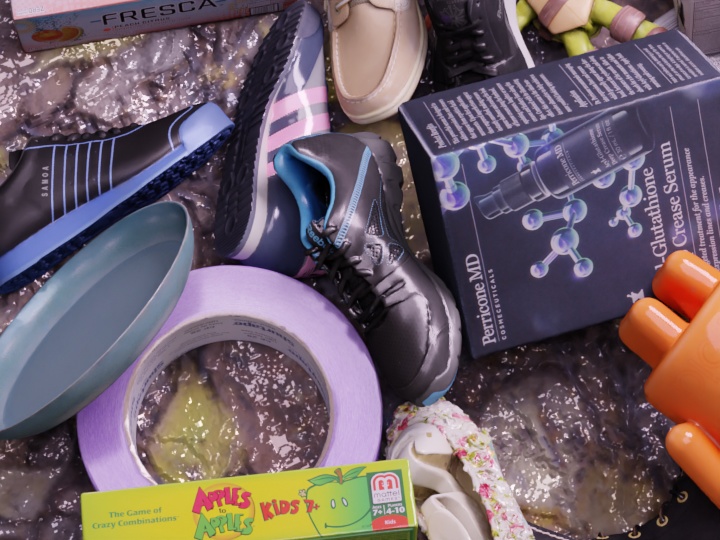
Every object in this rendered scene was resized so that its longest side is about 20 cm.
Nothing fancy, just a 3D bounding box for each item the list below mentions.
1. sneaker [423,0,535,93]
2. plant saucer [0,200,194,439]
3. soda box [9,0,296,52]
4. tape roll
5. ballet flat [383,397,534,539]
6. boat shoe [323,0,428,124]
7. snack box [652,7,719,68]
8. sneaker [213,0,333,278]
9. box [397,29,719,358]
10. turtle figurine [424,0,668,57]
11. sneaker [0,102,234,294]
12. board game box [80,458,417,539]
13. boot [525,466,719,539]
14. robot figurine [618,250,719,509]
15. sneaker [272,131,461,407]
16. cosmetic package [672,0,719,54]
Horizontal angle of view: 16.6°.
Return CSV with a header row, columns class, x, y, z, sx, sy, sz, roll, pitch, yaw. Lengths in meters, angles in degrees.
class,x,y,z,sx,sy,sz,roll,pitch,yaw
sneaker,0.068,-0.164,1.659,0.075,0.088,0.201,-5,91,24
plant saucer,-0.176,0.037,1.598,0.027,0.200,0.200,45,76,-21
soda box,-0.146,-0.208,1.724,0.199,0.064,0.069,-10,74,-4
tape roll,-0.085,0.101,1.630,0.199,0.066,0.201,0,74,0
ballet flat,0.058,0.144,1.575,0.076,0.064,0.200,-53,44,18
boat shoe,0.003,-0.193,1.694,0.072,0.065,0.201,-12,57,26
snack box,0.288,-0.110,1.718,0.072,0.024,0.200,-33,76,-12
sneaker,-0.043,-0.086,1.697,0.082,0.070,0.201,22,66,-24
box,0.142,-0.052,1.622,0.199,0.107,0.149,-16,115,-4
turtle figurine,0.140,-0.173,1.715,0.200,0.064,0.161,-42,67,4
sneaker,-0.184,-0.068,1.676,0.200,0.070,0.078,-34,83,-7
board game box,-0.066,0.168,1.520,0.199,0.102,0.048,-6,61,-2
boot,0.193,0.169,1.609,0.199,0.073,0.151,24,70,15
robot figurine,0.258,0.072,1.554,0.200,0.117,0.144,35,38,5
sneaker,0.000,0.000,1.605,0.082,0.073,0.200,3,55,-43
cosmetic package,0.228,-0.256,1.716,0.050,0.083,0.201,-9,64,-1
